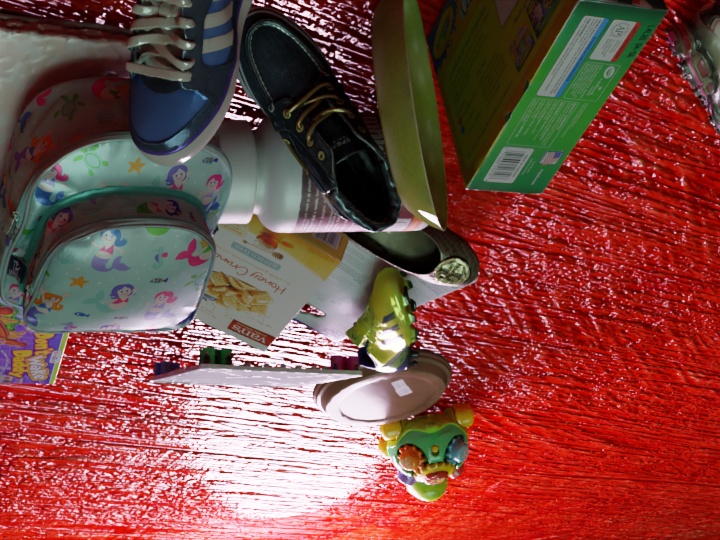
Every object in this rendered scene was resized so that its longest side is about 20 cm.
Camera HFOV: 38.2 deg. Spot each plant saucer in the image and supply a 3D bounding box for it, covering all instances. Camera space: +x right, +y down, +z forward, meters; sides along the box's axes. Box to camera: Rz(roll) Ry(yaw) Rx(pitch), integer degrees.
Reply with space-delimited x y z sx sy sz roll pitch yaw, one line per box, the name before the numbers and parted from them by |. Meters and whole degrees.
plant saucer | 0.038 -0.128 0.818 0.031 0.200 0.200 -8 150 11
plant saucer | 0.033 0.169 1.456 0.200 0.030 0.200 -9 148 -6

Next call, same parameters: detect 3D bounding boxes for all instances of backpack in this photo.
backpack | -0.194 -0.048 0.822 0.177 0.151 0.200 1 132 -31

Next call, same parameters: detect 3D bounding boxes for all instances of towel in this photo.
towel | -0.221 -0.121 0.856 0.200 0.032 0.191 1 137 -31

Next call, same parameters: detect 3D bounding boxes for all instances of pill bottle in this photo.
pill bottle | -0.035 -0.089 0.937 0.200 0.110 0.110 -1 147 -18

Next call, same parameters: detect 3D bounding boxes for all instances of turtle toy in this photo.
turtle toy | 0.104 0.284 1.595 0.145 0.101 0.200 -9 149 -6

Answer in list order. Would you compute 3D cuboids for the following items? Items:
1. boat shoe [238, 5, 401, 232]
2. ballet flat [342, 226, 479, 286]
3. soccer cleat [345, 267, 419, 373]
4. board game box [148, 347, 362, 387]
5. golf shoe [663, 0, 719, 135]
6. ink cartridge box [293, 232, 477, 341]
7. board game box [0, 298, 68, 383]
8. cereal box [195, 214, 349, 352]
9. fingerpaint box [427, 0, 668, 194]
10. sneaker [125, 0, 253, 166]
boat shoe | -0.031 -0.121 0.823 0.071 0.091 0.200 -36 109 -5
ballet flat | 0.027 -0.034 1.025 0.200 0.046 0.067 29 122 -8
soccer cleat | 0.023 0.063 1.173 0.083 0.065 0.200 -4 150 2
board game box | -0.129 0.118 1.249 0.200 0.026 0.200 6 167 -28
golf shoe | 0.358 -0.178 0.970 0.092 0.073 0.200 -27 146 20
ink cartridge box | 0.000 0.000 1.160 0.200 0.043 0.196 -24 148 23
board game box | -0.380 0.054 1.105 0.134 0.045 0.200 3 145 -23
cereal box | -0.118 -0.003 1.054 0.144 0.040 0.200 27 139 -11
fingerpaint box | 0.131 -0.184 0.788 0.073 0.167 0.200 2 145 -19
sneaker | -0.131 -0.182 0.679 0.080 0.200 0.146 18 175 21
